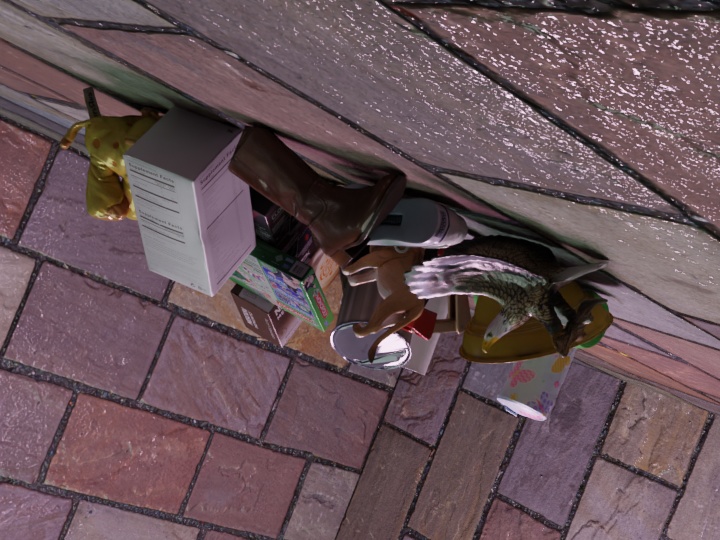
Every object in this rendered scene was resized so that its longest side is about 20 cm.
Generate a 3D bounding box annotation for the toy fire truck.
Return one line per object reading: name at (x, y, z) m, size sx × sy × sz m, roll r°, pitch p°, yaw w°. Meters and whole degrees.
toy fire truck at (0.132, 0.029, 1.445) m, size 0.048 × 0.143 × 0.199 m, roll 19°, pitch 179°, yaw 43°

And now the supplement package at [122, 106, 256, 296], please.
supplement package at (-0.215, -0.088, 1.413) m, size 0.109 × 0.114 × 0.201 m, roll 21°, pitch 139°, yaw 21°

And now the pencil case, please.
pencil case at (0.277, 0.125, 1.667) m, size 0.083 × 0.202 × 0.090 m, roll 30°, pitch 167°, yaw -27°

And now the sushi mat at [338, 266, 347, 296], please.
sushi mat at (-0.010, -0.013, 1.647) m, size 0.012 × 0.202 × 0.095 m, roll -21°, pitch 156°, yaw 27°

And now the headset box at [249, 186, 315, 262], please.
headset box at (-0.155, -0.090, 1.552) m, size 0.148 × 0.075 × 0.201 m, roll 28°, pitch 157°, yaw 23°

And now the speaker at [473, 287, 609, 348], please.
speaker at (0.252, 0.049, 1.554) m, size 0.088 × 0.089 × 0.199 m, roll 24°, pitch 177°, yaw -39°

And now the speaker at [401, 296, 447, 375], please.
speaker at (0.095, 0.053, 1.655) m, size 0.080 × 0.202 × 0.081 m, roll 21°, pitch 177°, yaw 1°

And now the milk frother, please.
milk frother at (0.000, 0.000, 1.520) m, size 0.198 × 0.190 × 0.181 m, roll 18°, pitch 144°, yaw -6°

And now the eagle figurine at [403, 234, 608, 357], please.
eagle figurine at (0.164, 0.019, 1.232) m, size 0.199 × 0.151 × 0.152 m, roll 38°, pitch 157°, yaw 14°

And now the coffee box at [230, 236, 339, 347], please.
coffee box at (-0.103, 0.003, 1.710) m, size 0.079 × 0.201 × 0.115 m, roll 28°, pitch 156°, yaw 24°

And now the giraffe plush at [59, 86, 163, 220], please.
giraffe plush at (-0.299, -0.164, 1.536) m, size 0.161 × 0.173 × 0.201 m, roll 6°, pitch 133°, yaw 40°

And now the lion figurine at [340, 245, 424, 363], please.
lion figurine at (0.043, 0.016, 1.365) m, size 0.121 × 0.202 × 0.073 m, roll -19°, pitch 144°, yaw 7°

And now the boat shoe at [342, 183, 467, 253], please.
boat shoe at (0.052, -0.061, 1.319) m, size 0.086 × 0.076 × 0.201 m, roll 14°, pitch 176°, yaw -41°

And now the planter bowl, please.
planter bowl at (0.210, 0.042, 1.379) m, size 0.198 × 0.084 × 0.200 m, roll -15°, pitch -170°, yaw 3°

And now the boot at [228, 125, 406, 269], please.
boot at (-0.058, -0.110, 1.244) m, size 0.200 × 0.064 × 0.187 m, roll 44°, pitch 141°, yaw 3°

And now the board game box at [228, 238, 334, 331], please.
board game box at (-0.136, 0.002, 1.566) m, size 0.199 × 0.029 × 0.135 m, roll 27°, pitch 158°, yaw 27°

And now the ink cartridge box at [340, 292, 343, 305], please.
ink cartridge box at (0.026, 0.006, 1.869) m, size 0.085 × 0.149 × 0.200 m, roll 20°, pitch 176°, yaw 2°
